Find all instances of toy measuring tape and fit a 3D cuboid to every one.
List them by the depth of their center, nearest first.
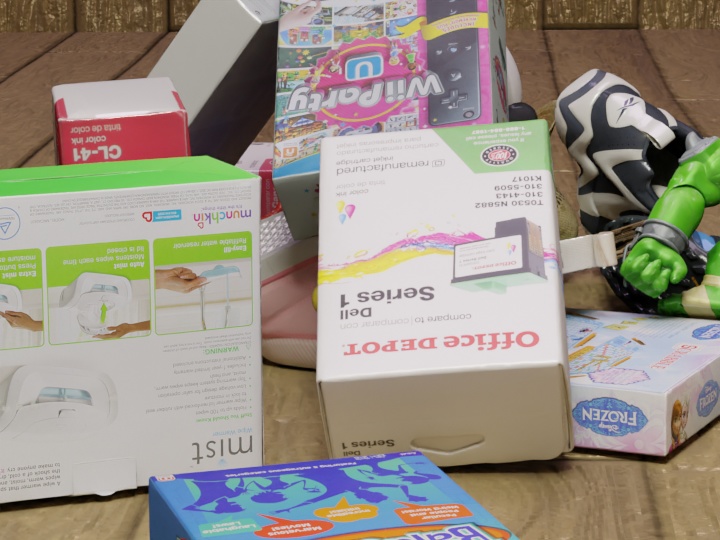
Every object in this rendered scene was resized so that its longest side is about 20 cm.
[{"bbox_3d":[0.065,0.006,1.538,0.198,0.074,0.074,-9,11,6],"label":"toy measuring tape"}]

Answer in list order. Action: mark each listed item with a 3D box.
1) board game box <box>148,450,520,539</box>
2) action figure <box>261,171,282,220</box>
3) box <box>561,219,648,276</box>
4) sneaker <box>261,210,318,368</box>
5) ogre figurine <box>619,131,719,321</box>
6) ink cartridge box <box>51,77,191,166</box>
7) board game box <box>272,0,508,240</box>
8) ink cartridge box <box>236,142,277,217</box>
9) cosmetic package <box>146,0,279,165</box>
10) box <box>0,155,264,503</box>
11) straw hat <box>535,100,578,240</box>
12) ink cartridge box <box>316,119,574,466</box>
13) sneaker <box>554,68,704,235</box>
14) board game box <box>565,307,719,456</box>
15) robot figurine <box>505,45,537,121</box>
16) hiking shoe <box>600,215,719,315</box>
[{"bbox_3d":[-0.011,0.141,1.179,0.151,0.045,0.200,-4,13,-17],"label":"board game box"},{"bbox_3d":[-0.121,-0.021,1.695,0.200,0.099,0.065,-44,29,-27],"label":"action figure"},{"bbox_3d":[0.103,0.006,1.689,0.199,0.021,0.163,-19,-1,35],"label":"box"},{"bbox_3d":[0.000,0.000,1.625,0.199,0.105,0.076,-22,27,16],"label":"sneaker"},{"bbox_3d":[0.274,-0.017,1.612,0.198,0.121,0.098,12,-17,1],"label":"ogre figurine"},{"bbox_3d":[-0.149,-0.013,1.534,0.085,0.202,0.148,-3,12,-9],"label":"ink cartridge box"},{"bbox_3d":[0.021,-0.121,1.585,0.146,0.064,0.201,-8,48,9],"label":"board game box"},{"bbox_3d":[-0.129,-0.057,2.016,0.198,0.084,0.147,1,12,5],"label":"ink cartridge box"},{"bbox_3d":[-0.107,-0.125,1.737,0.052,0.200,0.151,44,24,13],"label":"cosmetic package"},{"bbox_3d":[-0.161,0.033,1.374,0.198,0.178,0.097,-6,14,-23],"label":"box"},{"bbox_3d":[0.123,-0.035,1.878,0.085,0.201,0.201,42,9,-8],"label":"straw hat"},{"bbox_3d":[0.049,0.012,1.432,0.144,0.084,0.201,-4,47,5],"label":"ink cartridge box"},{"bbox_3d":[0.230,-0.054,1.823,0.079,0.200,0.129,-34,40,-19],"label":"sneaker"},{"bbox_3d":[0.135,0.065,1.531,0.198,0.042,0.200,5,13,27],"label":"board game box"},{"bbox_3d":[0.033,-0.118,1.726,0.199,0.151,0.125,-23,-17,-51],"label":"robot figurine"},{"bbox_3d":[0.264,0.010,1.748,0.199,0.075,0.086,21,15,37],"label":"hiking shoe"}]
